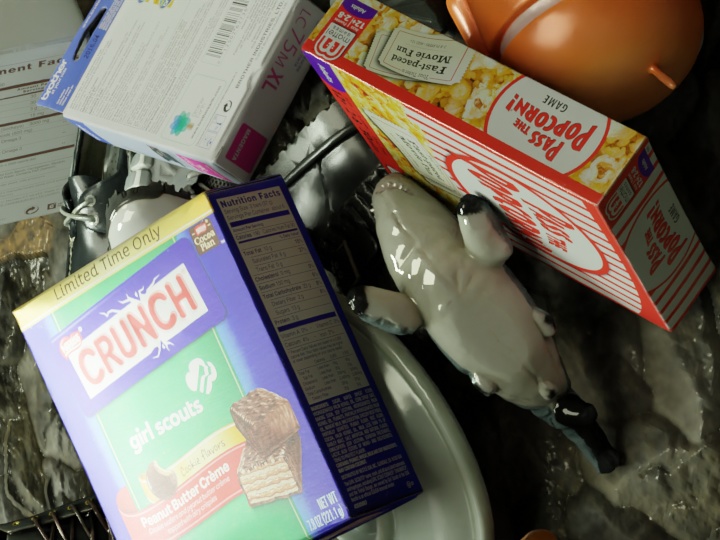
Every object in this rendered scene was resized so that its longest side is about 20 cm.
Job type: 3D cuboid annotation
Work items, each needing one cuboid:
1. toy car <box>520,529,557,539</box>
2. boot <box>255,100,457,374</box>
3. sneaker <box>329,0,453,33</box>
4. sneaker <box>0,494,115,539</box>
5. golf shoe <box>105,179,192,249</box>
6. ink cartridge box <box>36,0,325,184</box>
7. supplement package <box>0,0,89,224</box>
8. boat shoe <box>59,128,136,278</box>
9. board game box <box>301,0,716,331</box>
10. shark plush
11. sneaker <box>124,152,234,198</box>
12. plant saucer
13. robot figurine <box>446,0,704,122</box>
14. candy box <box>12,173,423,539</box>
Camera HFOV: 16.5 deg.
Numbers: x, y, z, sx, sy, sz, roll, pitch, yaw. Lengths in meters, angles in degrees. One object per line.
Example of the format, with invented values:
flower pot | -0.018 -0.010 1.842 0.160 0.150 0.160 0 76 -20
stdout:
toy car | 0.057 0.235 1.411 0.200 0.177 0.184 -48 43 7
boot | -0.002 0.001 1.498 0.158 0.079 0.211 61 149 11
sneaker | 0.022 -0.204 1.420 0.076 0.199 0.114 11 75 11
sneaker | -0.178 0.185 1.706 0.200 0.106 0.075 -33 67 47
golf shoe | -0.095 0.041 1.499 0.078 0.095 0.200 -22 114 12
ink cartridge box | -0.114 -0.129 1.570 0.200 0.042 0.120 19 78 46
supplement package | -0.262 -0.133 1.728 0.200 0.117 0.117 103 149 -54
boat shoe | -0.173 -0.054 1.671 0.076 0.060 0.200 -7 66 44
board game box | 0.079 -0.059 1.306 0.200 0.152 0.046 30 78 32
shark plush | 0.082 0.025 1.362 0.091 0.200 0.083 -52 8 9
sneaker | -0.092 -0.075 1.595 0.115 0.075 0.200 -23 62 44
plant saucer | -0.001 0.109 1.460 0.200 0.050 0.200 43 151 32
robot figurine | 0.110 -0.160 1.319 0.144 0.117 0.200 -25 68 12
candy box | -0.083 0.072 1.406 0.169 0.077 0.200 -31 79 35
